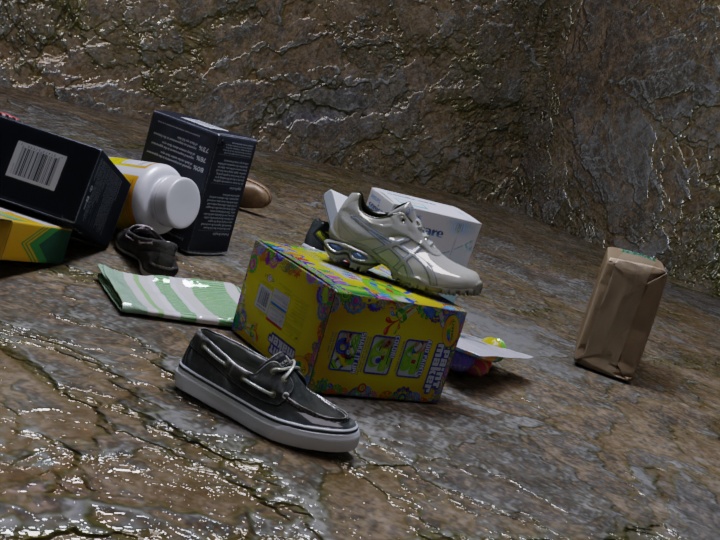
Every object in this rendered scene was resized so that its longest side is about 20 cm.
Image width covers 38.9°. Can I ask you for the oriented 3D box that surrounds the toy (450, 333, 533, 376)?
[{"bbox_3d":[0.148,0.116,1.397,0.115,0.047,0.200,19,7,29],"label":"toy"}]

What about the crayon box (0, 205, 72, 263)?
[{"bbox_3d":[-0.456,-0.052,1.247,0.126,0.052,0.200,18,0,8],"label":"crayon box"}]

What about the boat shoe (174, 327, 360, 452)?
[{"bbox_3d":[-0.089,0.112,0.978,0.200,0.071,0.072,20,11,16],"label":"boat shoe"}]

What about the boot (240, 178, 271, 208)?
[{"bbox_3d":[-0.289,-0.162,2.156,0.200,0.074,0.075,13,29,4],"label":"boot"}]

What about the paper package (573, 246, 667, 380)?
[{"bbox_3d":[0.434,0.065,1.705,0.103,0.191,0.200,19,10,12],"label":"paper package"}]

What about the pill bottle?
[{"bbox_3d":[-0.349,-0.116,1.577,0.200,0.109,0.109,10,6,31],"label":"pill bottle"}]

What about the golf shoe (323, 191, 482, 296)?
[{"bbox_3d":[0.060,-0.031,1.224,0.200,0.097,0.078,19,8,3],"label":"golf shoe"}]

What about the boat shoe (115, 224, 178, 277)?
[{"bbox_3d":[-0.302,-0.038,1.469,0.067,0.057,0.200,10,12,-30],"label":"boat shoe"}]

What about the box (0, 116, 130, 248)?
[{"bbox_3d":[-0.420,-0.117,1.403,0.148,0.107,0.200,18,-8,2],"label":"box"}]

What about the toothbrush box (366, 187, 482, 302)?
[{"bbox_3d":[0.063,-0.001,1.439,0.146,0.200,0.085,12,14,-27],"label":"toothbrush box"}]

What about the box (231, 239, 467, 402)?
[{"bbox_3d":[-0.017,0.059,1.227,0.192,0.122,0.200,10,12,-34],"label":"box"}]

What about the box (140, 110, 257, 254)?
[{"bbox_3d":[-0.276,-0.142,1.657,0.148,0.200,0.104,23,12,29],"label":"box"}]

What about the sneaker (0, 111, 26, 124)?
[{"bbox_3d":[-0.768,-0.300,2.074,0.200,0.071,0.098,11,14,-20],"label":"sneaker"}]

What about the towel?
[{"bbox_3d":[-0.226,0.034,1.306,0.200,0.023,0.153,11,13,-30],"label":"towel"}]

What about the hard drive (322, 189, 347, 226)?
[{"bbox_3d":[0.016,-0.060,1.857,0.200,0.026,0.132,20,47,-49],"label":"hard drive"}]

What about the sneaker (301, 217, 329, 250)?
[{"bbox_3d":[-0.017,-0.047,1.883,0.200,0.085,0.074,7,15,-41],"label":"sneaker"}]
